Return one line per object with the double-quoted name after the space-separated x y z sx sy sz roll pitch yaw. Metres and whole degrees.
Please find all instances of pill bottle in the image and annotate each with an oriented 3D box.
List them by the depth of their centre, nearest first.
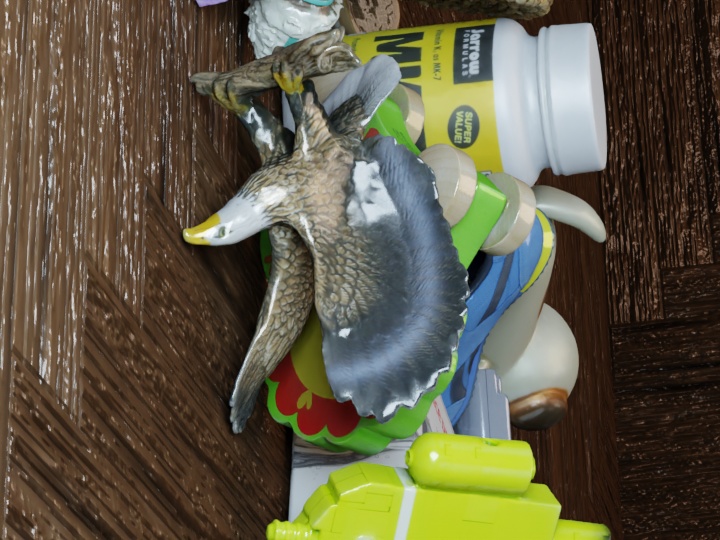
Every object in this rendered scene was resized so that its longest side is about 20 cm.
0.056 -0.103 1.525 0.114 0.198 0.115 -6 90 -79 "pill bottle"

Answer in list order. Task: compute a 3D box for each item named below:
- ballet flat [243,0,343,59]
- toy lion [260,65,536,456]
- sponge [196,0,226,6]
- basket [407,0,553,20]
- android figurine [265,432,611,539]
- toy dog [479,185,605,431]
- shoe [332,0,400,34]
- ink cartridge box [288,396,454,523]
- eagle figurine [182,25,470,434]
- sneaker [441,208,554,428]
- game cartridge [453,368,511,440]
-0.047 -0.190 1.442 0.201 0.071 0.072 -86 165 -53 "ballet flat"
0.000 0.000 1.349 0.068 0.192 0.200 23 15 -40 "toy lion"
-0.061 -0.215 1.230 0.200 0.111 0.030 65 20 -57 "sponge"
0.067 -0.245 1.498 0.200 0.142 0.150 -160 -98 -81 "basket"
0.038 0.174 1.306 0.041 0.198 0.183 -127 -132 -66 "android figurine"
0.092 0.022 1.691 0.140 0.193 0.201 -102 171 -51 "toy dog"
-0.025 -0.247 1.604 0.070 0.053 0.201 -26 113 -32 "shoe"
0.011 0.159 1.450 0.146 0.084 0.201 70 16 -51 "ink cartridge box"
-0.028 -0.021 1.272 0.152 0.150 0.201 -87 159 -84 "eagle figurine"
0.050 0.037 1.539 0.078 0.066 0.201 2 124 -52 "sneaker"
0.063 0.157 1.644 0.200 0.041 0.134 130 -45 -68 "game cartridge"
